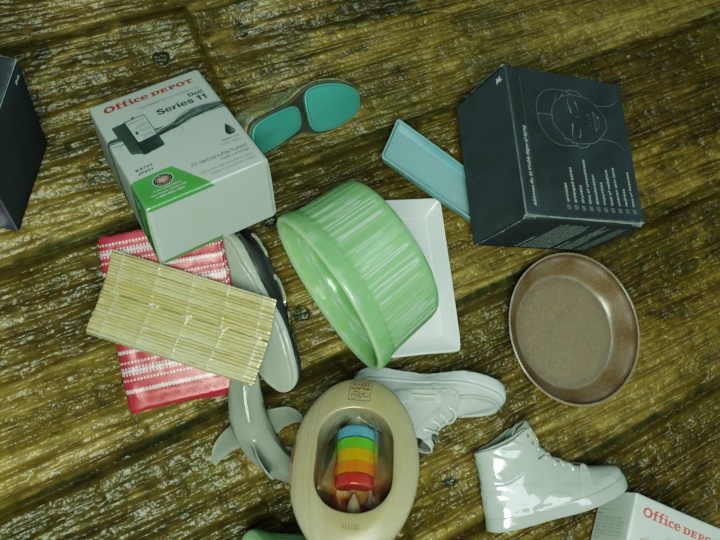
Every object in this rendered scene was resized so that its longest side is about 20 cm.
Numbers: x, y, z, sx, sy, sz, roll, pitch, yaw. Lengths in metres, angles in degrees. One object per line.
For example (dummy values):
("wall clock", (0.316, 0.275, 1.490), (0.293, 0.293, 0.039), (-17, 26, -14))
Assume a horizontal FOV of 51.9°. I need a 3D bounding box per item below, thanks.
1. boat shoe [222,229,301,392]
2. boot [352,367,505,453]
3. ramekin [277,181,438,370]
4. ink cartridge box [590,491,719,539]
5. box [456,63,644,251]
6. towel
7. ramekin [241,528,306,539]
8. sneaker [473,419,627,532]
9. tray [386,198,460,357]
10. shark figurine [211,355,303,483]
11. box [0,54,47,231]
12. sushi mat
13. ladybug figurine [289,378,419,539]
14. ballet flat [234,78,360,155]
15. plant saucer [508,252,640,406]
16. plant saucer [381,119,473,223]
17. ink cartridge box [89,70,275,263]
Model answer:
("boat shoe", (-0.115, 0.043, 0.878), (0.060, 0.073, 0.203), (-17, 75, -55))
("boot", (0.084, 0.176, 0.882), (0.194, 0.075, 0.097), (4, 46, -6))
("ramekin", (0.000, 0.000, 0.836), (0.097, 0.200, 0.202), (-34, 87, -13))
("ink cartridge box", (0.353, 0.393, 0.910), (0.142, 0.083, 0.204), (23, 71, -8))
("box", (0.247, -0.141, 0.979), (0.192, 0.123, 0.206), (3, 74, -26))
("towel", (-0.211, 0.051, 0.843), (0.140, 0.022, 0.206), (-11, 91, -7))
("ramekin", (-0.065, 0.366, 0.746), (0.095, 0.199, 0.206), (4, 75, -22))
("sneaker", (0.236, 0.241, 0.922), (0.194, 0.074, 0.119), (-10, 82, -16))
("tray", (0.066, 0.008, 0.961), (0.104, 0.022, 0.206), (-3, 77, -17))
("shark figurine", (-0.082, 0.211, 0.828), (0.213, 0.090, 0.129), (38, 92, -17))
("box", (-0.450, -0.145, 0.762), (0.193, 0.200, 0.127), (13, 72, -11))
("sushi mat", (-0.193, 0.051, 0.809), (0.195, 0.012, 0.098), (17, 74, 0))
("ladybug figurine", (-0.005, 0.206, 0.765), (0.132, 0.073, 0.203), (3, 48, 6))
("ballet flat", (-0.086, -0.201, 0.947), (0.198, 0.071, 0.072), (-32, 86, -36))
("plant saucer", (0.281, 0.080, 0.995), (0.194, 0.037, 0.207), (4, 75, -15))
("plant saucer", (0.115, -0.119, 0.991), (0.197, 0.019, 0.071), (33, 58, -14))
("ink cartridge box", (-0.204, -0.125, 0.840), (0.144, 0.084, 0.201), (-26, 53, -19))
